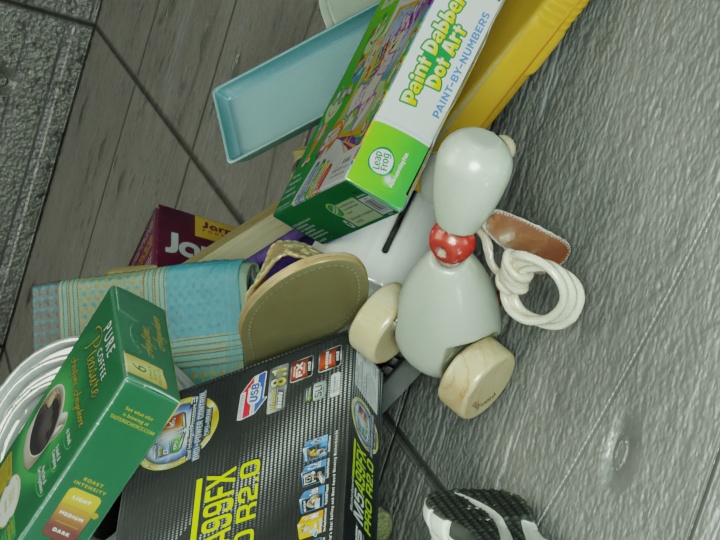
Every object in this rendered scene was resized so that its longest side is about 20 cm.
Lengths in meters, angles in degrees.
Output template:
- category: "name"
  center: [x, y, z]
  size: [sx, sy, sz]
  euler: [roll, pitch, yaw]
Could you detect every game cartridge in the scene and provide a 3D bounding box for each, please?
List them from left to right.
- category: "game cartridge"
  center: [0.089, -0.170, 1.555]
  size: [0.200, 0.032, 0.177]
  euler: [-49, 25, 36]

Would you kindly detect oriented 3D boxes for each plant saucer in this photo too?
- category: "plant saucer"
  center: [-0.016, -0.145, 1.763]
  size: [0.199, 0.019, 0.070]
  euler: [-27, 57, 20]

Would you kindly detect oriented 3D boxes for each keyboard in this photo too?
- category: "keyboard"
  center: [-0.025, 0.103, 1.589]
  size: [0.200, 0.040, 0.104]
  euler: [-48, 11, 11]

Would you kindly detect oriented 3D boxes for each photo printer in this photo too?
- category: "photo printer"
  center: [0.000, 0.000, 1.641]
  size: [0.200, 0.069, 0.167]
  euler: [-56, 6, 50]

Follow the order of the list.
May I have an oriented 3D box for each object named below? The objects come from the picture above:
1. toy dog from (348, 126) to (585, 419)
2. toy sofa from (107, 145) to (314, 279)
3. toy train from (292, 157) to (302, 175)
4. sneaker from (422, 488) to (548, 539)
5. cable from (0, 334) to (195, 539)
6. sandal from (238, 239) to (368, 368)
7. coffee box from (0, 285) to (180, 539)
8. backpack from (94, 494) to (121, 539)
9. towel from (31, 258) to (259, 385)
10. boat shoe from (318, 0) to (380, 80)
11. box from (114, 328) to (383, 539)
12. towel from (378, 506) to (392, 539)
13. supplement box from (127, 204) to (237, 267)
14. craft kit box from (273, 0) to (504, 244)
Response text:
- category: "toy dog"
  center: [0.070, -0.006, 1.423]
  size: [0.096, 0.132, 0.200]
  euler: [-38, -7, -39]
- category: "toy sofa"
  center: [-0.076, -0.006, 1.781]
  size: [0.083, 0.200, 0.098]
  euler: [-3, 117, 61]
- category: "toy train"
  center: [0.023, -0.130, 1.702]
  size: [0.046, 0.034, 0.200]
  euler: [37, 94, 29]
- category: "sneaker"
  center: [0.079, 0.179, 1.285]
  size: [0.200, 0.073, 0.080]
  euler: [-123, 35, -76]
- category: "cable"
  center: [-0.174, 0.146, 1.626]
  size: [0.200, 0.069, 0.200]
  euler: [40, 105, 30]
- category: "sandal"
  center: [-0.046, 0.017, 1.520]
  size: [0.212, 0.077, 0.070]
  euler: [104, 156, -60]
- category: "coffee box"
  center: [-0.183, 0.121, 1.526]
  size: [0.200, 0.044, 0.123]
  euler: [-57, 22, 17]
- category: "backpack"
  center: [-0.120, 0.175, 1.761]
  size: [0.154, 0.199, 0.191]
  euler: [64, -154, -52]
- category: "towel"
  center: [-0.149, 0.072, 1.673]
  size: [0.199, 0.022, 0.147]
  euler: [-6, 81, 36]
- category: "boat shoe"
  center: [0.017, -0.138, 1.792]
  size: [0.060, 0.075, 0.201]
  euler: [52, -152, -55]
- category: "box"
  center: [-0.068, 0.139, 1.451]
  size: [0.160, 0.044, 0.200]
  euler: [-20, 37, 19]
- category: "towel"
  center: [-0.075, 0.220, 1.567]
  size: [0.200, 0.148, 0.037]
  euler: [-45, 68, 14]
- category: "supplement box"
  center: [-0.126, 0.059, 1.984]
  size: [0.200, 0.130, 0.103]
  euler: [-95, 26, -50]
- category: "craft kit box"
  center: [0.026, -0.120, 1.485]
  size: [0.198, 0.048, 0.200]
  euler: [-61, 10, -12]
